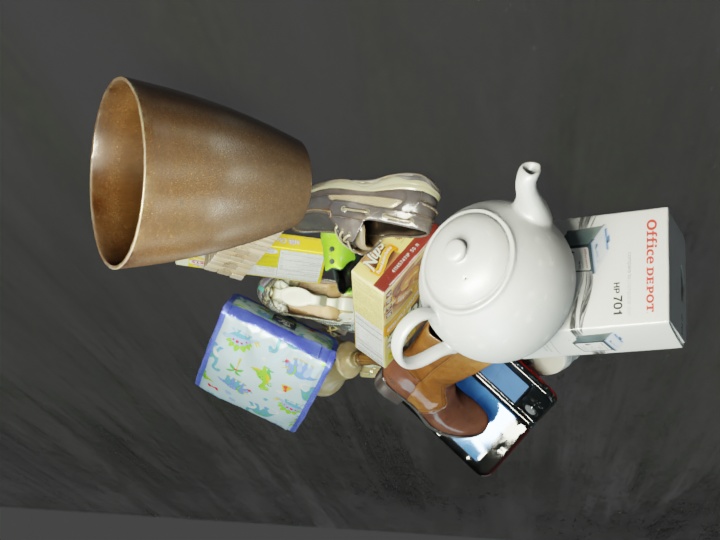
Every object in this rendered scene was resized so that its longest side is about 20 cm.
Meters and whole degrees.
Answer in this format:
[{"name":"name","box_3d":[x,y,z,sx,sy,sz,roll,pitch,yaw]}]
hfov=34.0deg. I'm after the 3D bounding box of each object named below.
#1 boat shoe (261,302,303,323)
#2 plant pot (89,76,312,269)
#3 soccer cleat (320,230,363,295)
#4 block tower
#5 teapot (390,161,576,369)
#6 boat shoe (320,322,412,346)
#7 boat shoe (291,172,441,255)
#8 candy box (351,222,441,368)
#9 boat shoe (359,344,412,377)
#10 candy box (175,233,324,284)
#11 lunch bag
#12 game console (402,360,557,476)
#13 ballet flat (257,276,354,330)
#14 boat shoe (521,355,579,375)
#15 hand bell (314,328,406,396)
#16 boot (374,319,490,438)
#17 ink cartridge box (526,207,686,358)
[{"name":"boat shoe","box_3d":[-0.131,0.099,1.776,0.074,0.062,0.200,32,162,5]},{"name":"plant pot","box_3d":[-0.157,-0.096,1.212,0.197,0.190,0.187,0,163,-29]},{"name":"soccer cleat","box_3d":[0.000,0.000,1.495,0.067,0.082,0.200,-5,159,24]},{"name":"block tower","box_3d":[-0.130,-0.055,1.397,0.053,0.059,0.200,15,150,-21]},{"name":"teapot","box_3d":[0.135,0.005,1.326,0.195,0.203,0.145,-10,158,33]},{"name":"boat shoe","box_3d":[-0.017,0.065,1.690,0.197,0.060,0.072,10,158,-12]},{"name":"boat shoe","box_3d":[-0.003,-0.061,1.359,0.198,0.074,0.074,-8,154,30]},{"name":"candy box","box_3d":[0.045,0.024,1.462,0.055,0.116,0.201,34,157,20]},{"name":"boat shoe","box_3d":[0.097,0.156,1.851,0.198,0.064,0.073,14,-174,-16]},{"name":"candy box","box_3d":[-0.143,-0.024,1.546,0.197,0.027,0.102,8,158,-6]},{"name":"lunch bag","box_3d":[-0.128,0.119,1.637,0.168,0.129,0.200,24,155,-3]},{"name":"game console","box_3d":[0.165,0.180,1.732,0.200,0.119,0.173,42,159,9]},{"name":"ballet flat","box_3d":[-0.045,0.044,1.621,0.197,0.073,0.072,9,158,-6]},{"name":"boat shoe","box_3d":[0.251,0.124,1.773,0.068,0.073,0.199,-17,177,-39]},{"name":"hand bell","box_3d":[0.005,0.130,1.757,0.103,0.106,0.199,23,158,-37]},{"name":"boot","box_3d":[0.135,0.148,1.630,0.187,0.069,0.200,35,144,-6]},{"name":"ink cartridge box","box_3d":[0.275,0.017,1.389,0.197,0.149,0.086,-7,153,27]}]
